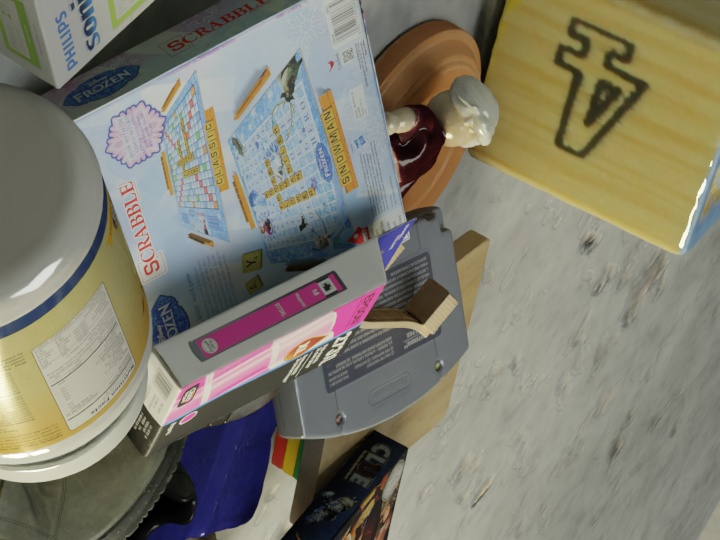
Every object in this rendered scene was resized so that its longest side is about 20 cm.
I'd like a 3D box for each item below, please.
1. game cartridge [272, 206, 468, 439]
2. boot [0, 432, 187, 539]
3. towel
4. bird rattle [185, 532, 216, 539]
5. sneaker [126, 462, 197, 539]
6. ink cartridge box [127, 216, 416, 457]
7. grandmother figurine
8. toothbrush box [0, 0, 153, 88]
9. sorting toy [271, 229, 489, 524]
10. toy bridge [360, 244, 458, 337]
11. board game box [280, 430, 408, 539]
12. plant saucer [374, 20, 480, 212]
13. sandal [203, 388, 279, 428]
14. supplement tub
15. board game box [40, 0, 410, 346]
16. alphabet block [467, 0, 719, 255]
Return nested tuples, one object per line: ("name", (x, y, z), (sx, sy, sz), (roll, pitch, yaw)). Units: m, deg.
("game cartridge", (0.003, 0.043, 1.470), (0.200, 0.041, 0.134), (-24, 107, -46))
("boot", (-0.198, 0.124, 1.200), (0.200, 0.131, 0.068), (-55, -159, -16))
("towel", (-0.125, 0.126, 1.455), (0.200, 0.049, 0.148), (-3, 114, -63))
("bird rattle", (-0.136, 0.266, 1.539), (0.200, 0.112, 0.164), (-14, 115, -63))
("sneaker", (-0.193, 0.169, 1.280), (0.200, 0.091, 0.076), (-35, 142, -20))
("ink cartridge box", (-0.048, 0.039, 1.212), (0.200, 0.037, 0.095), (-29, 163, -31))
("grandmother figurine", (0.017, -0.078, 1.417), (0.200, 0.061, 0.121), (-32, 167, -23))
("toothbrush box", (-0.122, -0.214, 0.984), (0.200, 0.086, 0.146), (-46, 154, -26))
("sorting toy", (0.004, 0.076, 1.620), (0.200, 0.069, 0.200), (-35, 147, -43))
("toy bridge", (0.000, 0.000, 1.397), (0.067, 0.027, 0.200), (-50, 143, -2))
("board game box", (-0.033, 0.234, 1.569), (0.200, 0.034, 0.136), (-46, 156, -46))
("plant saucer", (0.032, -0.091, 1.523), (0.200, 0.032, 0.201), (-44, 153, -30))
("sandal", (-0.144, 0.072, 1.287), (0.199, 0.055, 0.082), (-18, 124, -24))
("supplement tub", (-0.188, 0.012, 1.050), (0.145, 0.144, 0.200), (-49, 156, -22))
("board game box", (-0.075, -0.057, 1.190), (0.199, 0.041, 0.201), (-30, 131, -21))
("alphabet block", (0.229, -0.164, 1.600), (0.195, 0.199, 0.197), (-39, 150, -49))
